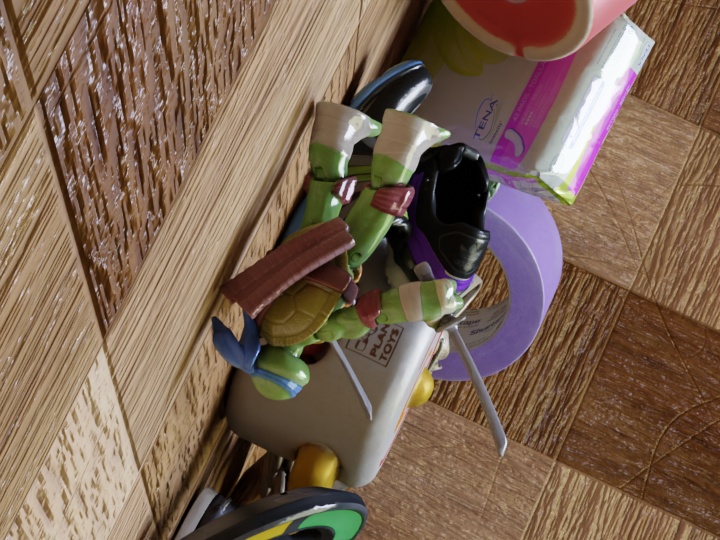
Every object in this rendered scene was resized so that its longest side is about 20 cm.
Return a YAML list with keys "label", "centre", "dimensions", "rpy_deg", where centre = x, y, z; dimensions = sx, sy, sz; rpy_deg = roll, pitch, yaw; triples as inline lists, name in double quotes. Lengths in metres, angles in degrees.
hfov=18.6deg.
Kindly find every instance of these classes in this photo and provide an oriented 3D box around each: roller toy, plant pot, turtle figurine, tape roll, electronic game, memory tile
- label: "roller toy"
  centre: [-0.009, 0.066, 1.685]
  dimensions: [0.200, 0.139, 0.184]
  rpy_deg: [-57, 170, -60]
- label: "plant pot"
  centre: [0.151, -0.264, 1.637]
  dimensions: [0.178, 0.200, 0.201]
  rpy_deg: [-52, 169, -32]
- label: "turtle figurine"
  centre: [0.007, 0.001, 1.424]
  dimensions: [0.144, 0.198, 0.196]
  rpy_deg: [173, -66, -77]
- label: "tape roll"
  centre: [0.087, -0.002, 2.089]
  dimensions: [0.085, 0.199, 0.201]
  rpy_deg: [-58, 171, -58]
- label: "electronic game"
  centre: [-0.085, 0.217, 1.614]
  dimensions: [0.199, 0.042, 0.200]
  rpy_deg: [-25, 160, -10]
- label: "memory tile"
  centre: [-0.077, 0.226, 1.795]
  dimensions: [0.153, 0.017, 0.202]
  rpy_deg: [119, -20, -69]

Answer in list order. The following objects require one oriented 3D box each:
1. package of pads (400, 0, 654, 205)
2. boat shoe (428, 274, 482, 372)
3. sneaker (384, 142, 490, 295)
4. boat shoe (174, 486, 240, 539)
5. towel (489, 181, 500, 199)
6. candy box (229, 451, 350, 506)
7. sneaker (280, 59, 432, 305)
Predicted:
- label: "package of pads"
  centre: [0.118, -0.147, 1.756]
  dimensions: [0.068, 0.199, 0.155]
  rpy_deg: [31, 85, -45]
- label: "boat shoe"
  centre: [0.049, 0.056, 1.906]
  dimensions: [0.200, 0.065, 0.072]
  rpy_deg: [-56, 173, -46]
- label: "sneaker"
  centre: [0.054, -0.064, 1.637]
  dimensions: [0.100, 0.069, 0.201]
  rpy_deg: [-55, -143, 31]
- label: "boat shoe"
  centre: [-0.139, 0.270, 1.725]
  dimensions: [0.073, 0.062, 0.201]
  rpy_deg: [101, 14, -72]
- label: "towel"
  centre: [0.107, -0.113, 1.895]
  dimensions: [0.200, 0.023, 0.154]
  rpy_deg: [128, -20, -76]
- label: "candy box"
  centre: [-0.048, 0.177, 1.949]
  dimensions: [0.200, 0.055, 0.116]
  rpy_deg: [-44, -171, 34]
- label: "sneaker"
  centre: [0.007, -0.057, 1.586]
  dimensions: [0.071, 0.082, 0.201]
  rpy_deg: [80, 33, -75]
